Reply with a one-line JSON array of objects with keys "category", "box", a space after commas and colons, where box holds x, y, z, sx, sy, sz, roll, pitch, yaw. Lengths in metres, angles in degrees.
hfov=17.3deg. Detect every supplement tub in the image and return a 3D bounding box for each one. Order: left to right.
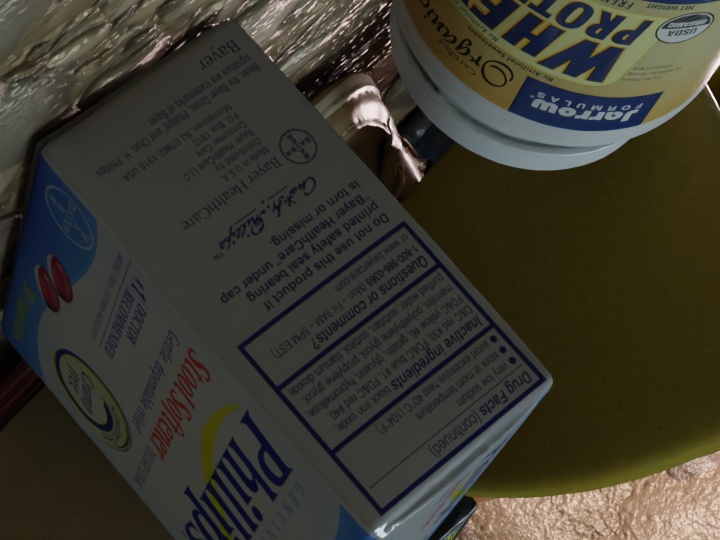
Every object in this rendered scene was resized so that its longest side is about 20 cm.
[{"category": "supplement tub", "box": [0.092, -0.136, 0.916, 0.144, 0.145, 0.200, -36, 169, -25]}]

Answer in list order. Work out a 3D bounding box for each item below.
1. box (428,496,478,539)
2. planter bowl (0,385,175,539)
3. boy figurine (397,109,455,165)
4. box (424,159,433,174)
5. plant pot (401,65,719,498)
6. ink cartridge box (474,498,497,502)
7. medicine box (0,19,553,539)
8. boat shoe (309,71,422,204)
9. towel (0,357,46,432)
[{"category": "box", "box": [-0.025, 0.175, 1.195, 0.160, 0.044, 0.200, -41, 170, -16]}, {"category": "planter bowl", "box": [-0.100, 0.110, 1.143, 0.200, 0.135, 0.200, -42, 171, -8]}, {"category": "boy figurine", "box": [0.100, -0.015, 1.311, 0.064, 0.200, 0.124, -41, 167, 2]}, {"category": "box", "box": [0.153, -0.028, 1.446, 0.141, 0.200, 0.079, -37, 170, -15]}, {"category": "plant pot", "box": [0.117, 0.010, 1.131, 0.199, 0.196, 0.194, -28, 171, 16]}, {"category": "ink cartridge box", "box": [0.041, 0.139, 1.458, 0.161, 0.050, 0.200, -8, 153, -32]}, {"category": "medicine box", "box": [-0.043, 0.034, 0.973, 0.103, 0.200, 0.182, -36, 169, -25]}, {"category": "boat shoe", "box": [0.002, -0.044, 1.181, 0.074, 0.069, 0.200, -42, 170, 3]}, {"category": "towel", "box": [-0.112, 0.026, 1.195, 0.144, 0.023, 0.200, -46, 170, 21]}]
